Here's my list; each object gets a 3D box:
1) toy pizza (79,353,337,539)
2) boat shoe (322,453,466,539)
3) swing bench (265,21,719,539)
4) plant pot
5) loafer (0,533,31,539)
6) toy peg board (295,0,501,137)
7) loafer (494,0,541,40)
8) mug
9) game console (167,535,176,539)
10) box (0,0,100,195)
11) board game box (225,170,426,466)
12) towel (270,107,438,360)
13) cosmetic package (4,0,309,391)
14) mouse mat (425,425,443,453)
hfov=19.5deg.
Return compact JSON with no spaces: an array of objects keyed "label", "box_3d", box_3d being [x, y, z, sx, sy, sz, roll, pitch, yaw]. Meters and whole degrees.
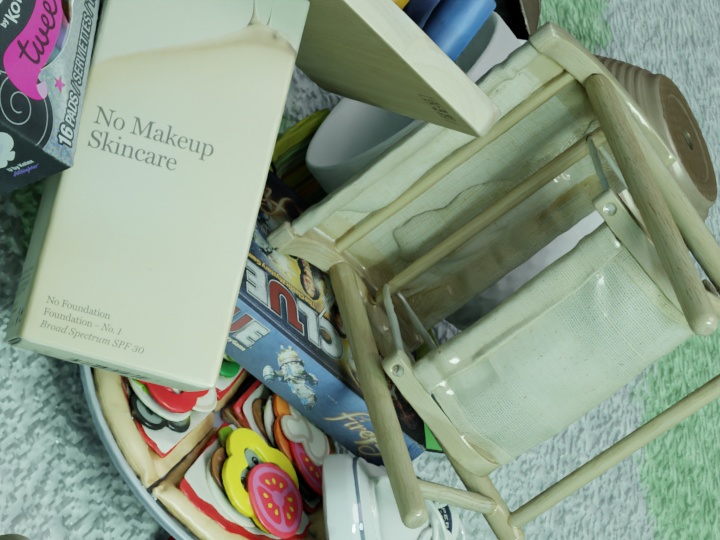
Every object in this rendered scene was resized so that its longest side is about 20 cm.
[{"label":"toy pizza","box_3d":[-0.072,0.076,1.141,0.200,0.032,0.201,39,32,-29]},{"label":"boat shoe","box_3d":[0.022,0.138,1.165,0.200,0.065,0.074,41,42,-77]},{"label":"swing bench","box_3d":[0.088,0.011,1.135,0.130,0.198,0.201,23,37,-57]},{"label":"plant pot","box_3d":[0.194,-0.078,1.505,0.201,0.092,0.202,50,27,-38]},{"label":"loafer","box_3d":[-0.162,0.226,0.982,0.068,0.075,0.202,15,74,-50]},{"label":"toy peg board","box_3d":[-0.016,-0.181,1.093,0.199,0.200,0.098,41,83,-28]},{"label":"loafer","box_3d":[0.070,-0.208,1.374,0.200,0.073,0.071,42,31,-45]},{"label":"mug","box_3d":[0.086,-0.060,1.293,0.176,0.147,0.200,51,46,-19]},{"label":"game console","box_3d":[-0.076,0.257,1.121,0.172,0.119,0.200,33,43,1]},{"label":"box","box_3d":[-0.206,-0.143,1.018,0.115,0.132,0.201,33,52,-42]},{"label":"board game box","box_3d":[-0.041,0.012,1.192,0.200,0.034,0.136,41,29,-34]},{"label":"towel","box_3d":[0.000,0.000,1.323,0.086,0.018,0.201,-41,109,-50]},{"label":"cosmetic package","box_3d":[-0.102,-0.048,1.045,0.103,0.073,0.202,15,83,-14]},{"label":"mouse mat","box_3d":[0.107,0.069,1.302,0.200,0.161,0.008,14,43,-60]}]
